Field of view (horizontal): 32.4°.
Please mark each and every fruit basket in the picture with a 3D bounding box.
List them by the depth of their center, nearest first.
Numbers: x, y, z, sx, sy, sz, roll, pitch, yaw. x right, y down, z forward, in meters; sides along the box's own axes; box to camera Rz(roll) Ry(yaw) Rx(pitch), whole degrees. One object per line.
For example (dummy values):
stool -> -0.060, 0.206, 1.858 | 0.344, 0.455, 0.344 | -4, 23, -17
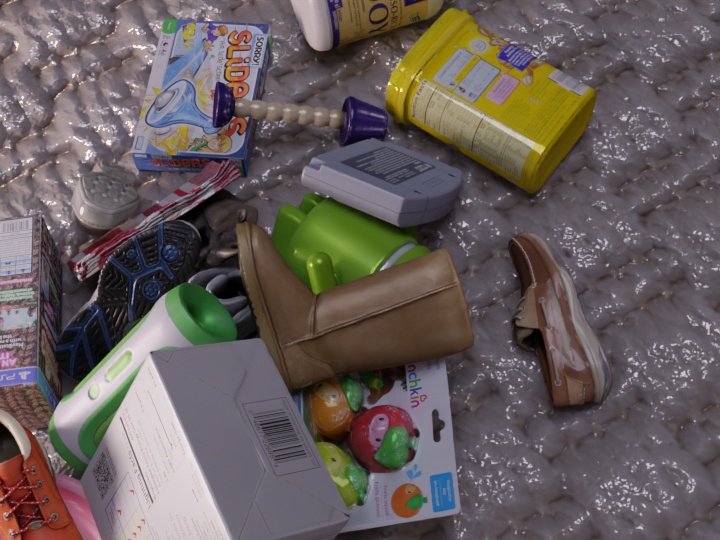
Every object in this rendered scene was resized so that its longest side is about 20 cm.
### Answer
fruit basket -> -0.010, 0.157, 1.183 | 0.197, 0.094, 0.188 | -15, 57, 18

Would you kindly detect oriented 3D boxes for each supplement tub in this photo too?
supplement tub -> 0.016, -0.357, 1.475 | 0.197, 0.146, 0.147 | -19, 59, -7

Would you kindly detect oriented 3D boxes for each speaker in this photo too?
speaker -> -0.207, 0.104, 1.173 | 0.200, 0.088, 0.089 | -44, 59, 19

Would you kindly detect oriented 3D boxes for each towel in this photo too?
towel -> -0.224, -0.057, 1.318 | 0.199, 0.144, 0.023 | -35, 102, -12

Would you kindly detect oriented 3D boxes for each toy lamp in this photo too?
toy lamp -> -0.067, -0.175, 1.403 | 0.197, 0.058, 0.059 | 4, 58, -12

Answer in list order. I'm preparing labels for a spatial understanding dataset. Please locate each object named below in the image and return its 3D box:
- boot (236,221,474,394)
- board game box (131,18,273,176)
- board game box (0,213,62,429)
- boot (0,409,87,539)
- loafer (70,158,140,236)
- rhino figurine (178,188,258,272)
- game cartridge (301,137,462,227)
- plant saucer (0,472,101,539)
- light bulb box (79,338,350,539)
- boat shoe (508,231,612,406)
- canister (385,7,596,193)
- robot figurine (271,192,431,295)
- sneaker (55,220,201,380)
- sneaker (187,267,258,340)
boot -> -0.008, 0.016, 1.172 | 0.197, 0.066, 0.178 | -16, 101, -8
board game box -> -0.183, -0.206, 1.460 | 0.133, 0.035, 0.203 | 3, 60, 5
board game box -> -0.395, 0.059, 1.276 | 0.157, 0.097, 0.203 | -7, 59, -1
boot -> -0.300, 0.218, 1.113 | 0.074, 0.108, 0.201 | -25, 62, -14
loafer -> -0.271, -0.067, 1.306 | 0.069, 0.200, 0.071 | 23, 99, -9
rhino figurine -> -0.148, -0.043, 1.296 | 0.087, 0.060, 0.200 | -31, 19, -10
game cartridge -> 0.034, -0.094, 1.314 | 0.132, 0.042, 0.200 | 27, 21, 15
plant saucer -> -0.311, 0.291, 1.159 | 0.197, 0.051, 0.203 | -2, 58, 3
light bulb box -> -0.136, 0.203, 1.099 | 0.123, 0.201, 0.200 | -4, 52, -38
boat shoe -> 0.188, 0.048, 1.265 | 0.071, 0.076, 0.202 | -18, 58, -5
canister -> 0.149, -0.192, 1.404 | 0.199, 0.087, 0.149 | 33, 65, 19
robot figurine -> 0.000, 0.000, 1.278 | 0.199, 0.117, 0.175 | 34, 35, 21
sneaker -> -0.234, 0.021, 1.256 | 0.076, 0.077, 0.200 | 44, 106, -7
sneaker -> -0.174, 0.064, 1.245 | 0.199, 0.115, 0.075 | -34, 73, -17
